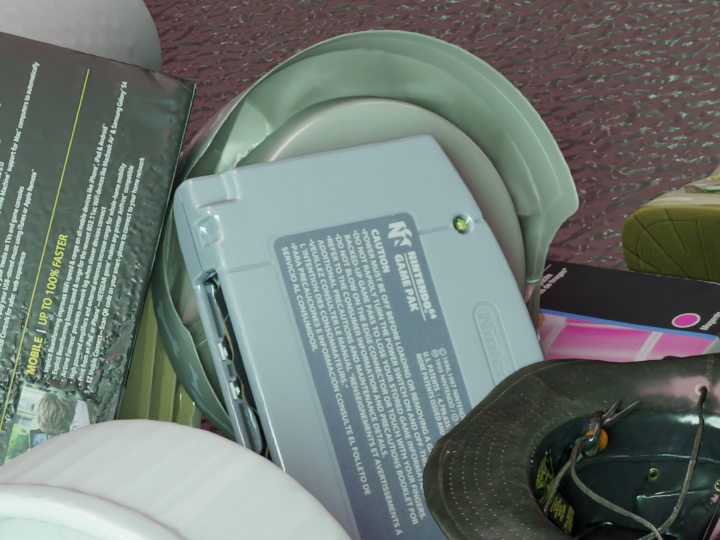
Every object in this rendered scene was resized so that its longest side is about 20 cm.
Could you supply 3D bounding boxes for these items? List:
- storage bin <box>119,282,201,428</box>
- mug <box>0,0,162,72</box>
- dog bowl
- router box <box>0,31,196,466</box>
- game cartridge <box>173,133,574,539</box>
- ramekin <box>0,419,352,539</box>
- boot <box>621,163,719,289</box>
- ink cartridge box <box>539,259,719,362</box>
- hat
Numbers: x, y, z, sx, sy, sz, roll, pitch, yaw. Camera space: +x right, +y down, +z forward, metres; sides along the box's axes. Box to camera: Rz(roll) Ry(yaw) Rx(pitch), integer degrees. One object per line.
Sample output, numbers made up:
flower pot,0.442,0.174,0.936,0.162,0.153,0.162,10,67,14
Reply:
storage bin,-0.177,0.051,1.233,0.200,0.094,0.199,-2,73,21
mug,-0.226,-0.074,1.566,0.200,0.148,0.175,-31,19,41
dog bowl,0.000,0.000,1.214,0.200,0.200,0.059,-28,12,-27
router box,-0.159,0.004,1.127,0.149,0.200,0.051,14,-17,-7
game cartridge,0.012,0.048,1.140,0.133,0.200,0.041,-12,-11,-25
ramekin,-0.080,0.149,0.988,0.200,0.201,0.098,1,22,27
boot,0.242,-0.033,1.328,0.200,0.072,0.155,6,30,35
ink cartridge box,0.081,0.033,1.314,0.200,0.037,0.095,6,33,37
hat,0.125,0.106,1.090,0.200,0.081,0.201,-2,27,1
